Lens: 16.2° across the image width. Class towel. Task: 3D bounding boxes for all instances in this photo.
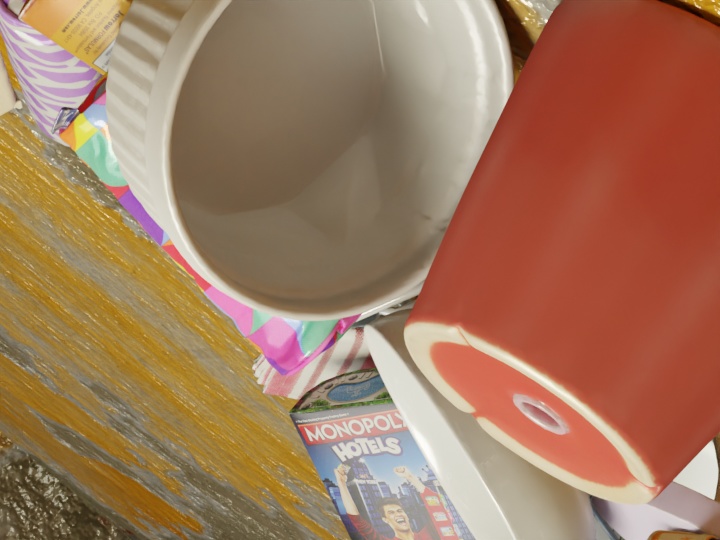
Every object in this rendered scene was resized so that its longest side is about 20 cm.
[{"bbox_3d":[0.034,0.063,1.702,0.199,0.030,0.146,9,160,-9],"label":"towel"}]

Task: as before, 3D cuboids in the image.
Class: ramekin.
[{"bbox_3d":[-0.032,-0.085,1.267,0.200,0.200,0.105,47,171,-35],"label":"ramekin"}]

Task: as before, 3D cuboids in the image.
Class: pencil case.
[{"bbox_3d":[-0.077,-0.037,1.376,0.200,0.088,0.088,47,163,-8],"label":"pencil case"},{"bbox_3d":[-0.179,-0.146,1.583,0.084,0.085,0.200,54,170,15],"label":"pencil case"}]

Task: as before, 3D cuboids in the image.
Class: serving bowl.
[{"bbox_3d":[0.080,0.101,1.475,0.201,0.066,0.200,57,172,12],"label":"serving bowl"}]

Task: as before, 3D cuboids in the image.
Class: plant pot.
[{"bbox_3d":[0.126,-0.001,1.196,0.200,0.178,0.201,32,164,10],"label":"plant pot"}]

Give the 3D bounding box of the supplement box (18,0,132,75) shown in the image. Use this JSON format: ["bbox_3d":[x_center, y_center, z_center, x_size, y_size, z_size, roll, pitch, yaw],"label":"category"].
[{"bbox_3d":[-0.089,-0.122,1.436,0.200,0.067,0.069,33,136,-15],"label":"supplement box"}]

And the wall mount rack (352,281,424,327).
[{"bbox_3d":[0.000,0.000,1.512,0.173,0.075,0.200,18,-173,15],"label":"wall mount rack"}]

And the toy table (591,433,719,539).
[{"bbox_3d":[0.248,0.134,1.443,0.200,0.117,0.184,34,164,4],"label":"toy table"}]

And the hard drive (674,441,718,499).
[{"bbox_3d":[0.202,0.140,1.628,0.200,0.027,0.132,35,138,4],"label":"hard drive"}]

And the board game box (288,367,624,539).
[{"bbox_3d":[0.065,0.105,1.619,0.199,0.062,0.200,-8,119,32],"label":"board game box"}]

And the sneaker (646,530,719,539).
[{"bbox_3d":[0.181,0.199,1.414,0.079,0.079,0.200,25,151,14],"label":"sneaker"}]

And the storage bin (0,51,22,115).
[{"bbox_3d":[-0.307,-0.194,1.591,0.199,0.093,0.200,58,171,17],"label":"storage bin"}]
